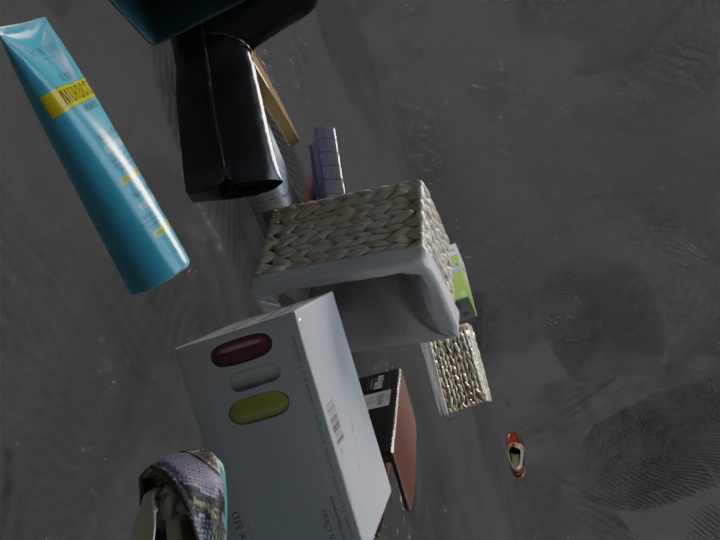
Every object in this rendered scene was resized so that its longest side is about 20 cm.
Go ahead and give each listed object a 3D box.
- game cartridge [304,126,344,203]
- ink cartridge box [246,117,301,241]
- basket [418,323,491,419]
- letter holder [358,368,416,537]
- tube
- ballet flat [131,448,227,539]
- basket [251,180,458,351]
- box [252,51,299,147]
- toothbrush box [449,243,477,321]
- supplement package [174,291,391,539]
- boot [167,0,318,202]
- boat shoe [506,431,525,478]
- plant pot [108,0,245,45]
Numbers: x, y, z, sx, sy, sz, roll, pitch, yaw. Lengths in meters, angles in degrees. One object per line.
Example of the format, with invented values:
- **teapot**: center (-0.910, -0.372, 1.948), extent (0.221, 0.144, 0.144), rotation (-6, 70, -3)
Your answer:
- **game cartridge**: center (-0.052, -0.067, 1.083), extent (0.201, 0.038, 0.131), rotation (105, -17, -55)
- **ink cartridge box**: center (-0.108, -0.136, 1.065), extent (0.201, 0.047, 0.162), rotation (-83, 155, -60)
- **basket**: center (0.218, 0.226, 1.943), extent (0.135, 0.122, 0.203), rotation (29, 44, -75)
- **letter holder**: center (0.018, 0.235, 1.021), extent (0.200, 0.099, 0.144), rotation (-75, 148, -69)
- **tube**: center (-0.191, -0.081, 0.606), extent (0.078, 0.050, 0.202), rotation (-96, 161, -72)
- **ballet flat**: center (-0.112, 0.216, 0.536), extent (0.072, 0.071, 0.203), rotation (45, 30, -67)
- **basket**: center (0.000, 0.000, 0.925), extent (0.136, 0.197, 0.125), rotation (60, 28, -47)
- **box**: center (-0.143, -0.266, 1.026), extent (0.165, 0.021, 0.201), rotation (63, 3, 41)
- **toothbrush box**: center (0.300, 0.042, 2.708), extent (0.146, 0.085, 0.202), rotation (58, 18, -55)
- **supplement package**: center (-0.060, 0.137, 0.744), extent (0.156, 0.109, 0.203), rotation (-23, 95, -79)
- **boot**: center (-0.102, -0.176, 0.815), extent (0.066, 0.162, 0.203), rotation (45, 34, -69)
- **boat shoe**: center (0.595, 0.700, 3.263), extent (0.202, 0.070, 0.063), rotation (-88, 156, -47)
- **plant pot**: center (-0.188, -0.351, 0.778), extent (0.141, 0.140, 0.203), rotation (46, 23, -67)
